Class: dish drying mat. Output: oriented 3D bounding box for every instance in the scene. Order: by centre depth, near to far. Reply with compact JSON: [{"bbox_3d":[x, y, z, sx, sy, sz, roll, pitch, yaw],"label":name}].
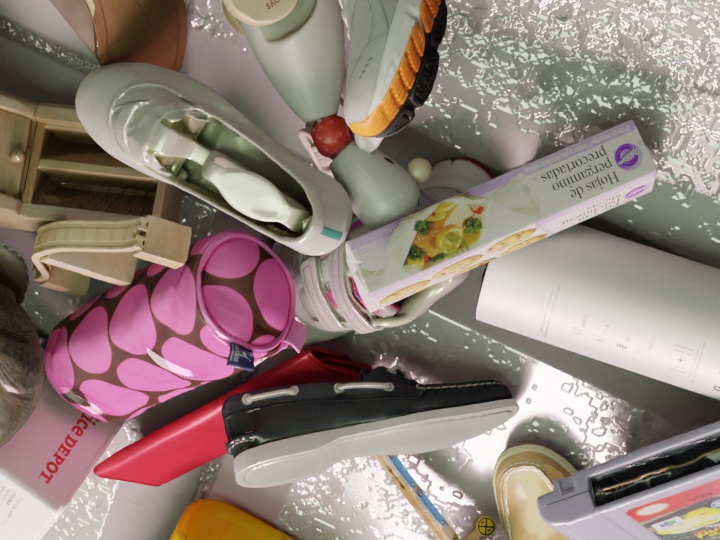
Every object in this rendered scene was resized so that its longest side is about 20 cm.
[{"bbox_3d":[-0.089,0.102,1.856,0.199,0.077,0.018,-28,66,29],"label":"dish drying mat"}]

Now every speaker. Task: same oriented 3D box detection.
[{"bbox_3d":[0.175,0.024,1.712,0.199,0.081,0.082,18,122,8],"label":"speaker"}]

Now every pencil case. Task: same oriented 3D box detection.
[{"bbox_3d":[-0.125,0.044,1.793,0.093,0.091,0.199,32,149,-26],"label":"pencil case"}]

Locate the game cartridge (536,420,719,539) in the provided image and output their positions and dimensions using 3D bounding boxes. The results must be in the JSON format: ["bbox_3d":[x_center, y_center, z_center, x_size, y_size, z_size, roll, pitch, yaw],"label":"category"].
[{"bbox_3d":[0.228,0.141,1.739,0.199,0.133,0.041,-22,65,20],"label":"game cartridge"}]

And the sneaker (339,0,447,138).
[{"bbox_3d":[0.007,-0.173,1.611,0.091,0.201,0.076,9,159,14],"label":"sneaker"}]

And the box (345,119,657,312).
[{"bbox_3d":[0.087,-0.034,1.670,0.199,0.041,0.039,-23,75,-7],"label":"box"}]

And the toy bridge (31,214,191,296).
[{"bbox_3d":[-0.180,-0.012,1.766,0.067,0.027,0.200,17,166,-24],"label":"toy bridge"}]

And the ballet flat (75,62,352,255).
[{"bbox_3d":[-0.095,-0.072,1.659,0.199,0.069,0.070,30,123,11],"label":"ballet flat"}]

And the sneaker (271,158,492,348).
[{"bbox_3d":[0.000,0.000,1.752,0.199,0.088,0.082,-30,106,30],"label":"sneaker"}]

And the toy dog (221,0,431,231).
[{"bbox_3d":[-0.010,-0.133,1.680,0.096,0.132,0.201,-33,115,-2],"label":"toy dog"}]

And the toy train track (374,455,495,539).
[{"bbox_3d":[0.061,0.167,1.850,0.200,0.032,0.115,52,162,-3],"label":"toy train track"}]

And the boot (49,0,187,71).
[{"bbox_3d":[-0.192,-0.208,1.704,0.146,0.070,0.200,41,170,25],"label":"boot"}]

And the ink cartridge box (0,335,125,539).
[{"bbox_3d":[-0.278,0.095,1.862,0.199,0.145,0.084,36,124,-3],"label":"ink cartridge box"}]

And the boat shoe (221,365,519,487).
[{"bbox_3d":[0.006,0.092,1.788,0.198,0.061,0.076,-9,158,-16],"label":"boat shoe"}]

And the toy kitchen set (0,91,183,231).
[{"bbox_3d":[-0.217,-0.127,1.720,0.179,0.200,0.165,7,78,14],"label":"toy kitchen set"}]

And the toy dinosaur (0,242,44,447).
[{"bbox_3d":[-0.249,0.051,1.788,0.077,0.102,0.201,-57,48,46],"label":"toy dinosaur"}]

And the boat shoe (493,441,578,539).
[{"bbox_3d":[0.142,0.214,1.831,0.071,0.076,0.201,-18,111,26],"label":"boat shoe"}]

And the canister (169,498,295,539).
[{"bbox_3d":[-0.105,0.278,1.943,0.148,0.087,0.201,29,121,1],"label":"canister"}]
